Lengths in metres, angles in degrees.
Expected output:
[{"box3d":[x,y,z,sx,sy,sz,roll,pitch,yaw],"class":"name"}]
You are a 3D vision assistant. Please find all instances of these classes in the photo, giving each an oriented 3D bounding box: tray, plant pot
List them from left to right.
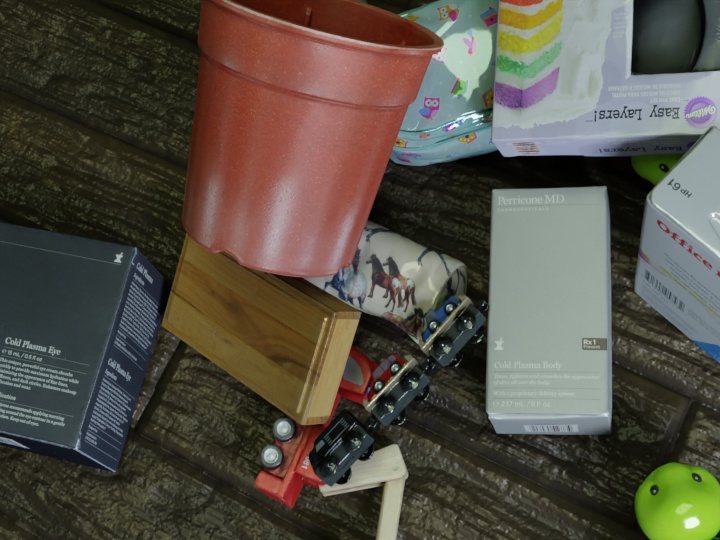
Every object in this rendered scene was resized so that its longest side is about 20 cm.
[{"box3d":[-0.091,0.043,1.087,0.199,0.037,0.100,28,107,38],"class":"tray"},{"box3d":[-0.053,-0.113,1.009,0.198,0.200,0.198,22,111,17],"class":"plant pot"}]

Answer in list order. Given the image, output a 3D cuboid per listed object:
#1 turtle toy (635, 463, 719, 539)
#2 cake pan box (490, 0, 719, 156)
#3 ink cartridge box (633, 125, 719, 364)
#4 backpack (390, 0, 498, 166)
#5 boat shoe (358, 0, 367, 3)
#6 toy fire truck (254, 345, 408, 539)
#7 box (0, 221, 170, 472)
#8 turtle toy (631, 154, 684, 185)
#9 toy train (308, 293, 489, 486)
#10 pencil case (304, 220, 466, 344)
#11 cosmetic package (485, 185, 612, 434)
[{"box3d":[0.264,0.248,0.960,0.143,0.101,0.203,-17,68,3],"class":"turtle toy"},{"box3d":[0.209,-0.188,1.026,0.197,0.052,0.188,2,81,21],"class":"cake pan box"},{"box3d":[0.299,-0.002,1.000,0.085,0.200,0.144,-44,69,-7],"class":"ink cartridge box"},{"box3d":[0.090,-0.179,1.145,0.197,0.127,0.169,-19,71,6],"class":"backpack"},{"box3d":[-0.026,-0.287,1.208,0.061,0.073,0.203,-16,98,-14],"class":"boat shoe"},{"box3d":[-0.012,0.169,1.077,0.139,0.049,0.202,20,74,16],"class":"toy fire truck"},{"box3d":[-0.297,0.064,1.138,0.197,0.104,0.185,11,73,14],"class":"box"},{"box3d":[0.257,-0.162,1.093,0.100,0.146,0.202,-20,68,-4],"class":"turtle toy"},{"box3d":[0.031,0.095,1.044,0.200,0.034,0.046,-46,51,-1],"class":"toy train"},{"box3d":[0.000,0.000,1.121,0.198,0.078,0.091,24,92,18],"class":"pencil case"},{"box3d":[0.163,0.034,1.075,0.105,0.090,0.204,-3,73,12],"class":"cosmetic package"}]
